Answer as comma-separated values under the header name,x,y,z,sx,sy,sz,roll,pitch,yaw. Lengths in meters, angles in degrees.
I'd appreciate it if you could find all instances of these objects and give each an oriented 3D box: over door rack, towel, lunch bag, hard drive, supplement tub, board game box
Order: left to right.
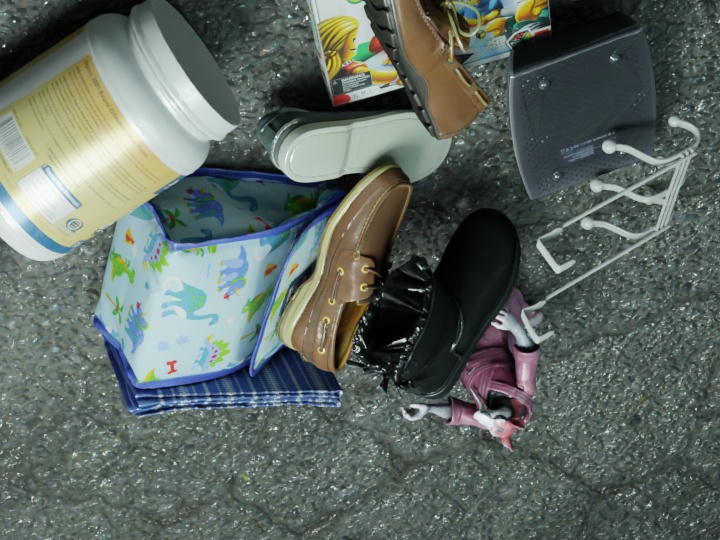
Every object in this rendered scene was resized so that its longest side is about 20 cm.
name,x,y,z,sx,sy,sz,roll,pitch,yaw
supplement tub,-0.212,-0.114,1.524,0.200,0.145,0.145,-31,135,12
towel,-0.129,0.089,1.755,0.200,0.145,0.024,0,117,-20
lunch bag,-0.117,0.003,1.699,0.200,0.127,0.170,-8,134,-35
board game box,0.059,-0.220,1.600,0.200,0.035,0.126,-17,136,-4
hard drive,0.193,-0.147,1.693,0.135,0.042,0.200,-20,149,-1
over door rack,0.217,-0.045,1.736,0.200,0.067,0.148,-40,159,-21

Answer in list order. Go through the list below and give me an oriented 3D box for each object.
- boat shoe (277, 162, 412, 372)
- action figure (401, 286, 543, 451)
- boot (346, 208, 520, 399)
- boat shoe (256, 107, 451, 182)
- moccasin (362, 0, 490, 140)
name,x,y,z,sx,sy,sz,roll,pitch,yaw
boat shoe,0.000,0.000,1.671,0.072,0.068,0.200,-6,130,-52
action figure,0.117,0.100,1.815,0.134,0.200,0.149,-34,136,15
boot,0.066,0.022,1.682,0.198,0.073,0.162,-64,157,-4
boat shoe,-0.004,-0.116,1.660,0.200,0.062,0.073,-6,123,-42
moccasin,0.058,-0.191,1.552,0.078,0.074,0.201,-32,132,-2
